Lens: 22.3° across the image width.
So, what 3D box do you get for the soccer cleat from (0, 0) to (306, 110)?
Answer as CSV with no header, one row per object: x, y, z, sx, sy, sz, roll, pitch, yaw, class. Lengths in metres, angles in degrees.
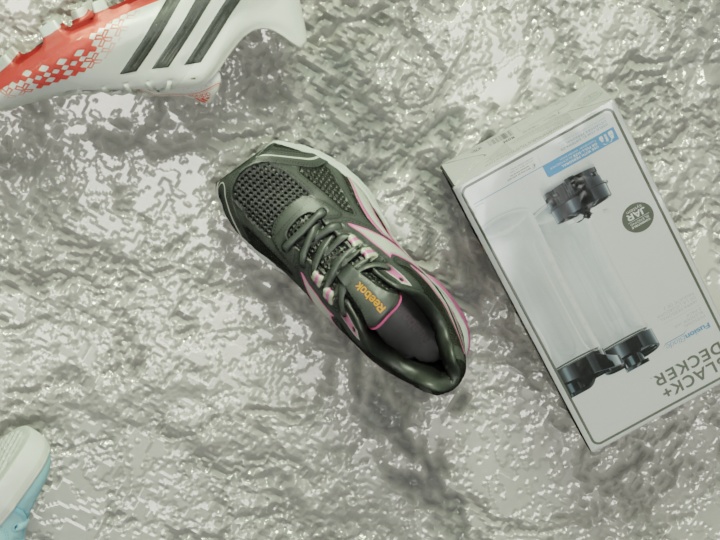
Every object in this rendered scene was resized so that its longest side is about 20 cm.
-0.126,-0.128,1.080,0.199,0.069,0.086,-27,103,-3,soccer cleat

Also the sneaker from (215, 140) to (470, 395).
0.000,0.000,1.119,0.200,0.086,0.080,39,97,-14,sneaker

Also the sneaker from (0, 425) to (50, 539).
-0.235,0.189,1.163,0.082,0.074,0.201,27,110,-22,sneaker

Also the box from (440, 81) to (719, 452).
0.147,-0.002,1.149,0.116,0.060,0.201,-27,107,2,box
